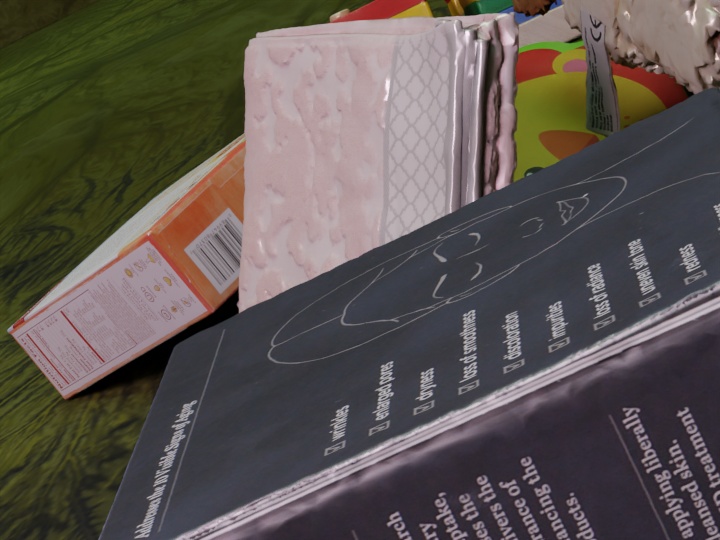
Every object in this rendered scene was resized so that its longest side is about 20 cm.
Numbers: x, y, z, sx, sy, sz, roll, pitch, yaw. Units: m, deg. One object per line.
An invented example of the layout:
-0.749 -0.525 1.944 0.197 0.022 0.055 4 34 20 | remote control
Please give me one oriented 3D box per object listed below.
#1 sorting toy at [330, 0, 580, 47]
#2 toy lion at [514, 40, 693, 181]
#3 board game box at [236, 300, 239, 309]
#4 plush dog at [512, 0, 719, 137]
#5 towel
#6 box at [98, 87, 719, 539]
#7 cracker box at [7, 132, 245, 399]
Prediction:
0.049 -0.141 1.361 0.197 0.070 0.200 -24 3 -2 | sorting toy
0.119 -0.049 0.942 0.199 0.069 0.191 -35 43 -26 | toy lion
0.053 -0.042 1.212 0.198 0.044 0.200 -21 17 26 | board game box
0.160 -0.149 0.910 0.170 0.202 0.160 -16 -11 -21 | plush dog
0.000 0.000 0.917 0.032 0.202 0.191 1 0 -29 | towel
0.046 0.060 0.638 0.195 0.125 0.200 -23 13 9 | box
-0.099 -0.010 1.263 0.134 0.058 0.200 -45 10 -33 | cracker box
